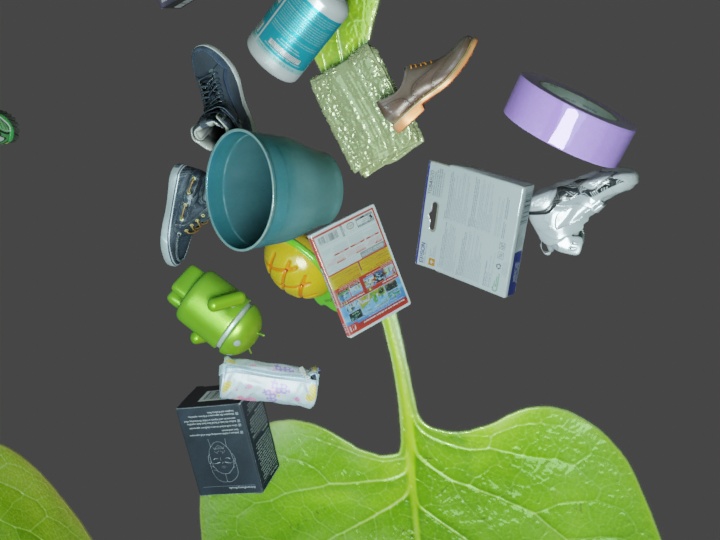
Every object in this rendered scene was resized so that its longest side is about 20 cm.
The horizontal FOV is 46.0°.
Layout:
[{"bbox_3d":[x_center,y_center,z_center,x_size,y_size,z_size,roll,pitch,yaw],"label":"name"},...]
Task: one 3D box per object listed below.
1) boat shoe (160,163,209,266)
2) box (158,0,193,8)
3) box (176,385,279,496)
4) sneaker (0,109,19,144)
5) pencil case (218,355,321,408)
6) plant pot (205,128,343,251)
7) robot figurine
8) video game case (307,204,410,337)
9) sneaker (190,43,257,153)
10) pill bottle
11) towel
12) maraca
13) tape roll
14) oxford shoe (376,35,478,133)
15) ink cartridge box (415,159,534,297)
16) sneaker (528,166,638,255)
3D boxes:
[{"bbox_3d":[-0.324,-0.097,1.623,0.090,0.071,0.203,14,109,15],"label":"boat shoe"},{"bbox_3d":[-0.279,-0.559,1.456,0.198,0.079,0.143,-22,99,21],"label":"box"},{"bbox_3d":[-0.268,0.344,1.737,0.146,0.107,0.203,-7,105,17],"label":"box"},{"bbox_3d":[-0.779,-0.309,1.676,0.198,0.085,0.079,25,113,7],"label":"sneaker"},{"bbox_3d":[-0.177,0.217,1.648,0.196,0.091,0.085,7,73,-7],"label":"pencil case"},{"bbox_3d":[-0.138,-0.142,1.475,0.198,0.186,0.204,8,101,46],"label":"plant pot"},{"bbox_3d":[-0.275,0.082,1.646,0.199,0.116,0.176,38,141,-1],"label":"robot figurine"},{"bbox_3d":[0.000,0.000,1.544,0.017,0.142,0.203,2,116,63],"label":"video game case"},{"bbox_3d":[-0.262,-0.301,1.500,0.076,0.146,0.205,-23,99,23],"label":"sneaker"},{"bbox_3d":[-0.094,-0.425,1.428,0.111,0.111,0.200,44,114,-2],"label":"pill bottle"},{"bbox_3d":[0.010,-0.278,1.489,0.147,0.037,0.202,-26,100,23],"label":"towel"},{"bbox_3d":[-0.099,0.004,1.576,0.200,0.107,0.137,45,156,-16],"label":"maraca"},{"bbox_3d":[0.325,-0.236,1.323,0.198,0.200,0.066,27,112,5],"label":"tape roll"},{"bbox_3d":[0.111,-0.324,1.410,0.073,0.071,0.200,45,96,-5],"label":"oxford shoe"},{"bbox_3d":[0.195,-0.078,1.484,0.198,0.040,0.203,22,115,35],"label":"ink cartridge box"},{"bbox_3d":[0.377,-0.097,1.426,0.197,0.075,0.116,-15,104,25],"label":"sneaker"}]
